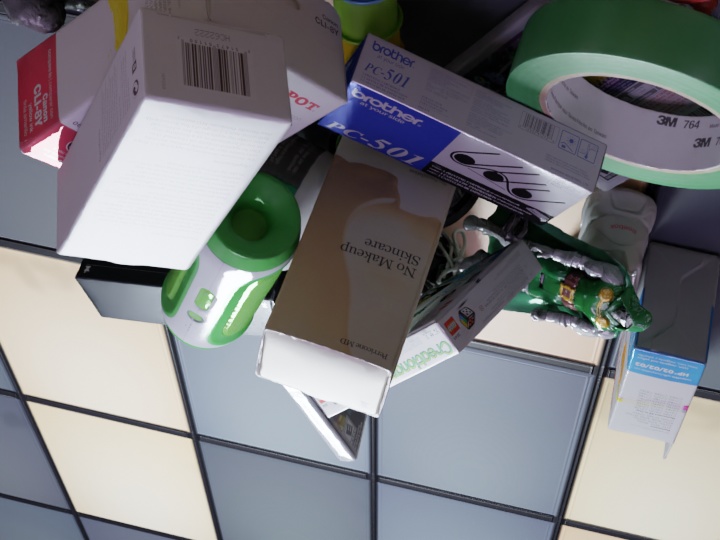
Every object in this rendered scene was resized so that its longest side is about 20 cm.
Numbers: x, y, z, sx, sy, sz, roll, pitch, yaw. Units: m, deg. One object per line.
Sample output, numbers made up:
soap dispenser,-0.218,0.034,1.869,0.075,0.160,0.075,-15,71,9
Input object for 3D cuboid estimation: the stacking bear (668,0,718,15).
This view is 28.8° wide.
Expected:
stacking bear,0.177,-0.240,0.875,0.113,0.123,0.200,-3,153,41

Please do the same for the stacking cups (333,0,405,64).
stacking cups,0.000,-0.223,1.019,0.060,0.061,0.201,10,148,11

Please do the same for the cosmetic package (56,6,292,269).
cosmetic package,-0.130,-0.081,0.942,0.101,0.072,0.200,8,148,-26

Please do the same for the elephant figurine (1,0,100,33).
elephant figurine,-0.155,-0.233,1.030,0.198,0.143,0.155,8,-178,7

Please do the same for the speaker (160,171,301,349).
speaker,-0.107,-0.004,1.132,0.088,0.089,0.200,22,152,-8

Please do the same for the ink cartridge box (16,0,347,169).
ink cartridge box,-0.128,-0.136,1.007,0.199,0.084,0.145,-27,146,33

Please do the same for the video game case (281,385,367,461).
video game case,-0.023,0.048,1.319,0.023,0.201,0.182,-2,144,25

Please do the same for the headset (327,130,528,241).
headset,0.059,-0.078,1.187,0.198,0.095,0.124,12,150,26

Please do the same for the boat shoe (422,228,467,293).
boat shoe,0.064,-0.005,1.286,0.067,0.074,0.199,-4,162,16

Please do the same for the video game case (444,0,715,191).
video game case,0.189,-0.149,1.085,0.181,0.023,0.200,30,147,-20

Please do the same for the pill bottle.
pill bottle,-0.086,-0.070,1.216,0.199,0.114,0.113,27,149,5

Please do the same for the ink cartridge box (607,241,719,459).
ink cartridge box,0.278,0.080,1.310,0.067,0.116,0.201,12,148,8

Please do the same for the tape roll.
tape roll,0.204,-0.123,0.999,0.199,0.049,0.201,20,166,5

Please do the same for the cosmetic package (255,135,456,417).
cosmetic package,0.000,0.000,1.080,0.104,0.201,0.071,17,145,2

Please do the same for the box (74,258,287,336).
box,-0.148,-0.022,1.327,0.198,0.142,0.079,6,147,17

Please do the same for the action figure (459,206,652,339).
action figure,0.167,0.007,1.189,0.199,0.054,0.119,27,125,44

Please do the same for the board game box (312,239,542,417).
board game box,0.051,0.051,1.178,0.035,0.126,0.200,52,142,-4

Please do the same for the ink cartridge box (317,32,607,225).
ink cartridge box,0.075,-0.102,1.056,0.198,0.045,0.094,24,160,-11

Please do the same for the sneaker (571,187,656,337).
sneaker,0.209,0.016,1.256,0.077,0.100,0.201,11,148,8
